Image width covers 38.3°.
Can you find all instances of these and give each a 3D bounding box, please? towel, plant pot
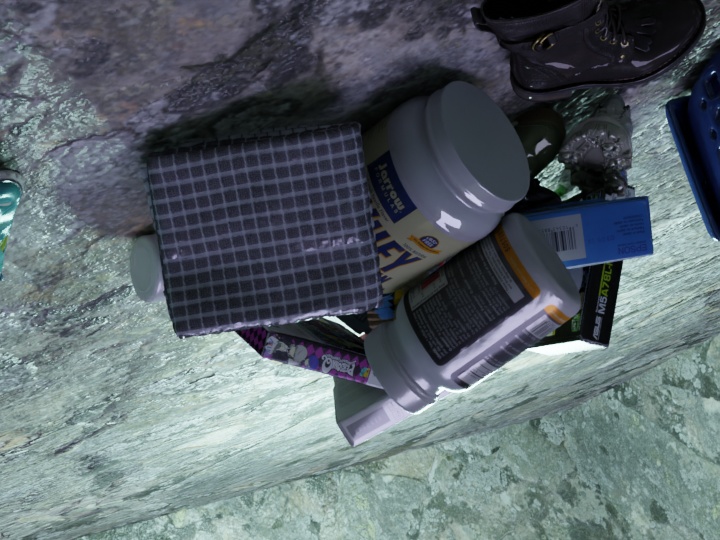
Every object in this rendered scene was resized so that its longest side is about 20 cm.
[{"bbox_3d":[-0.085,-0.034,0.896,0.196,0.169,0.086,-9,-167,0],"label":"towel"},{"bbox_3d":[0.464,-0.145,1.143,0.197,0.204,0.180,-12,168,-22],"label":"plant pot"}]

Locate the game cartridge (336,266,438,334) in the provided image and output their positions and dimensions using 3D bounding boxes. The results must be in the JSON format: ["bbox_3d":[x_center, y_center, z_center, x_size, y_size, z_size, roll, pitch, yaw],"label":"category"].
[{"bbox_3d":[0.000,0.000,1.200,0.041,0.132,0.200,-58,-176,-31],"label":"game cartridge"}]

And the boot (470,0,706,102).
[{"bbox_3d":[0.197,-0.209,0.862,0.197,0.070,0.174,-20,164,9],"label":"boot"}]

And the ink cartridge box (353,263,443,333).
[{"bbox_3d":[0.094,0.014,1.342,0.200,0.050,0.161,-42,177,-31],"label":"ink cartridge box"}]

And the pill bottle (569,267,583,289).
[{"bbox_3d":[0.194,0.024,1.310,0.109,0.113,0.200,-14,166,-16],"label":"pill bottle"}]

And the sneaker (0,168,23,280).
[{"bbox_3d":[-0.316,-0.023,0.859,0.076,0.081,0.200,-10,160,-27],"label":"sneaker"}]

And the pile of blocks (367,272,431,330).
[{"bbox_3d":[0.042,0.062,1.148,0.080,0.063,0.201,5,151,8],"label":"pile of blocks"}]

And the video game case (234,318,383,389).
[{"bbox_3d":[-0.067,0.082,1.244,0.179,0.036,0.199,17,-175,-27],"label":"video game case"}]

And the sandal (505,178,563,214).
[{"bbox_3d":[0.186,-0.098,1.248,0.075,0.049,0.199,-26,149,26],"label":"sandal"}]

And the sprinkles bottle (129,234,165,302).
[{"bbox_3d":[-0.145,-0.008,1.108,0.197,0.069,0.068,-5,159,-39],"label":"sprinkles bottle"}]

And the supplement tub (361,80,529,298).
[{"bbox_3d":[0.047,-0.074,0.985,0.144,0.147,0.199,1,154,-48],"label":"supplement tub"}]

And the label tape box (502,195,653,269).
[{"bbox_3d":[0.226,-0.040,1.146,0.141,0.065,0.200,-9,-177,0],"label":"label tape box"}]

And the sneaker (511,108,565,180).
[{"bbox_3d":[0.140,-0.080,1.103,0.199,0.091,0.067,-37,120,28],"label":"sneaker"}]

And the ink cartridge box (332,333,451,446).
[{"bbox_3d":[0.058,0.114,1.289,0.198,0.045,0.177,-29,-158,7],"label":"ink cartridge box"}]

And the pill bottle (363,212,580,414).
[{"bbox_3d":[0.106,0.046,1.010,0.199,0.118,0.116,-37,158,18],"label":"pill bottle"}]

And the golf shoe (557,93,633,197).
[{"bbox_3d":[0.255,-0.146,1.098,0.077,0.099,0.200,11,175,13],"label":"golf shoe"}]

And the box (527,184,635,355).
[{"bbox_3d":[0.276,0.002,1.321,0.047,0.204,0.193,14,171,-11],"label":"box"}]

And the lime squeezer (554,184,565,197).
[{"bbox_3d":[0.197,-0.041,1.393,0.037,0.072,0.199,18,144,-31],"label":"lime squeezer"}]
